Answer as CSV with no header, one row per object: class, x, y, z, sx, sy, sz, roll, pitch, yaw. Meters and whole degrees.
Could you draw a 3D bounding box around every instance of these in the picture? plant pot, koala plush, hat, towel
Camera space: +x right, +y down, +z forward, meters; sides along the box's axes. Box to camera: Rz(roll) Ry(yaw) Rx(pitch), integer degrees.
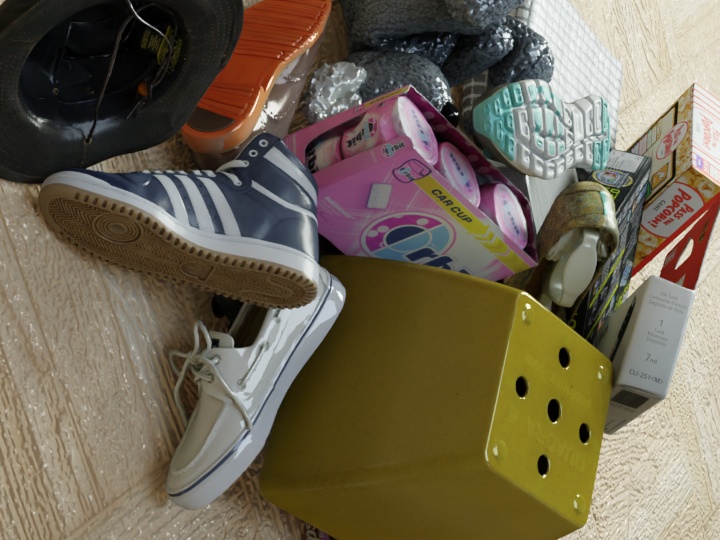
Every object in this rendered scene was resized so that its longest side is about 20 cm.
plant pot,0.074,0.108,1.206,0.200,0.176,0.200,37,57,-40
koala plush,0.031,-0.157,1.321,0.200,0.184,0.177,-61,153,-15
hat,-0.179,-0.151,1.039,0.201,0.201,0.081,7,39,-55
towel,0.176,-0.179,1.580,0.200,0.086,0.166,34,56,-46

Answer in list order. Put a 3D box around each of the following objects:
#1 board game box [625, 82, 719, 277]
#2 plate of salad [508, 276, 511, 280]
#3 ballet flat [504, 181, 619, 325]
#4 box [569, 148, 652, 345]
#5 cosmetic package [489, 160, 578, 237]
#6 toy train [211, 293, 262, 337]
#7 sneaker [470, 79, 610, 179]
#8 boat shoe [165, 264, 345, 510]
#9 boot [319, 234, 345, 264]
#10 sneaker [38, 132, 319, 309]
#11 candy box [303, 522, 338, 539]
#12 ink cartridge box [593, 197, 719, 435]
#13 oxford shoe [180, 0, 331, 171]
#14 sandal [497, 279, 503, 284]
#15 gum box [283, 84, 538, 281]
board game box,0.276,-0.070,1.583,0.046,0.200,0.152,33,38,-13
plate of salad,0.154,0.074,1.487,0.200,0.048,0.200,9,90,-77
ballet flat,0.153,0.021,1.303,0.071,0.071,0.200,-29,149,-53
box,0.205,0.000,1.436,0.200,0.044,0.160,-48,149,-56
cosmetic package,0.126,-0.058,1.430,0.200,0.107,0.090,-39,118,-69
toy train,-0.087,0.023,1.205,0.200,0.034,0.046,59,38,-32
sneaker,0.124,-0.105,1.268,0.200,0.091,0.078,4,85,-60
boat shoe,-0.093,0.066,1.138,0.086,0.075,0.202,42,73,-28
boot,0.000,0.000,1.320,0.200,0.064,0.186,61,37,-22
sneaker,-0.117,-0.052,1.104,0.200,0.070,0.109,20,56,-20
candy box,0.033,0.216,1.334,0.200,0.056,0.117,26,64,-53
ink cartridge box,0.232,0.036,1.319,0.200,0.044,0.174,102,6,-76
oxford shoe,-0.077,-0.140,1.230,0.200,0.071,0.073,-57,151,-37
sandal,0.086,0.087,1.416,0.075,0.048,0.201,-73,173,-73
gum box,0.037,-0.054,1.236,0.200,0.113,0.066,38,39,-46
